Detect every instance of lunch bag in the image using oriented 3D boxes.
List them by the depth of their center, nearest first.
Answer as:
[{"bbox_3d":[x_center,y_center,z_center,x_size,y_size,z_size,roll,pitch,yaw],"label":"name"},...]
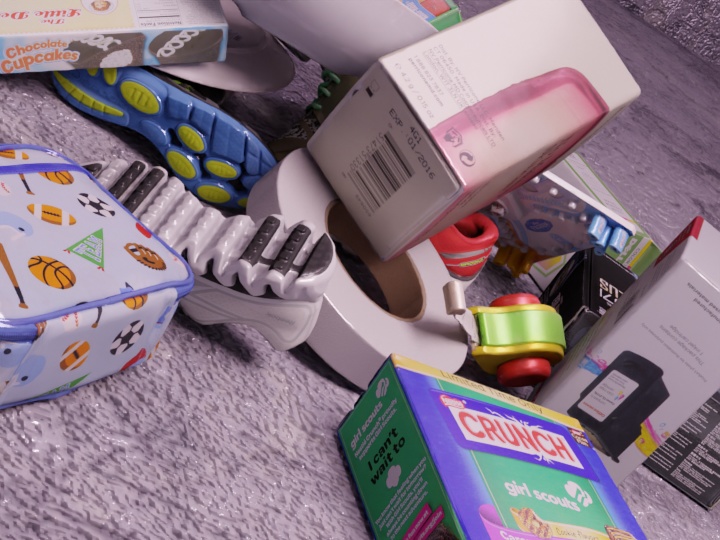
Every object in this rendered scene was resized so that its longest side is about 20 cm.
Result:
[{"bbox_3d":[-0.197,-0.007,0.680,0.160,0.076,0.200,42,22,19],"label":"lunch bag"}]

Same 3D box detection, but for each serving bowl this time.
[{"bbox_3d":[-0.036,-0.197,0.956,0.200,0.066,0.200,32,7,-4],"label":"serving bowl"}]

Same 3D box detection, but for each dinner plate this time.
[{"bbox_3d":[-0.142,-0.203,1.027,0.199,0.024,0.200,21,28,-12],"label":"dinner plate"}]

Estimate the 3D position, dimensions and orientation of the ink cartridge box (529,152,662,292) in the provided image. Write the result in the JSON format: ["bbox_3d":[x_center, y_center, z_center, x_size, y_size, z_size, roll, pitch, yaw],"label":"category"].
[{"bbox_3d":[0.217,-0.027,1.267,0.059,0.104,0.200,15,32,-41],"label":"ink cartridge box"}]

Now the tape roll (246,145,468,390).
[{"bbox_3d":[0.000,0.000,0.932,0.203,0.037,0.203,38,29,-26],"label":"tape roll"}]

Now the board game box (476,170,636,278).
[{"bbox_3d":[0.110,-0.059,1.124,0.199,0.026,0.200,30,-16,-14],"label":"board game box"}]

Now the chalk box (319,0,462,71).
[{"bbox_3d":[0.028,-0.206,1.193,0.125,0.123,0.200,61,-5,43],"label":"chalk box"}]

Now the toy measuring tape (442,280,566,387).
[{"bbox_3d":[0.114,0.042,0.954,0.074,0.074,0.200,48,-1,24],"label":"toy measuring tape"}]

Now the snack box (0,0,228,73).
[{"bbox_3d":[-0.206,-0.198,0.935,0.199,0.037,0.117,-6,51,-17],"label":"snack box"}]

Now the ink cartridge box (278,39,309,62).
[{"bbox_3d":[-0.043,-0.292,1.133,0.050,0.162,0.200,41,8,-42],"label":"ink cartridge box"}]

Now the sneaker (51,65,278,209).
[{"bbox_3d":[-0.139,-0.122,0.979,0.199,0.071,0.083,34,29,1],"label":"sneaker"}]

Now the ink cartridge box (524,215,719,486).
[{"bbox_3d":[0.208,0.070,0.948,0.083,0.200,0.146,41,24,4],"label":"ink cartridge box"}]

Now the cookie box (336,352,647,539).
[{"bbox_3d":[0.092,0.160,0.770,0.171,0.075,0.200,21,27,-31],"label":"cookie box"}]

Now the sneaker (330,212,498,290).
[{"bbox_3d":[0.032,-0.051,1.072,0.199,0.085,0.077,21,26,-33],"label":"sneaker"}]

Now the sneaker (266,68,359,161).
[{"bbox_3d":[-0.014,-0.150,1.092,0.089,0.199,0.077,67,-17,-8],"label":"sneaker"}]

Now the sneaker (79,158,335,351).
[{"bbox_3d":[-0.114,-0.009,0.811,0.199,0.081,0.075,22,43,14],"label":"sneaker"}]

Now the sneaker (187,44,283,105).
[{"bbox_3d":[-0.130,-0.180,1.121,0.100,0.075,0.200,51,34,16],"label":"sneaker"}]

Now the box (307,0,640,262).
[{"bbox_3d":[0.083,-0.110,0.931,0.200,0.128,0.109,-29,82,-34],"label":"box"}]

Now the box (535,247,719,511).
[{"bbox_3d":[0.251,0.087,1.122,0.200,0.086,0.164,36,23,-3],"label":"box"}]
